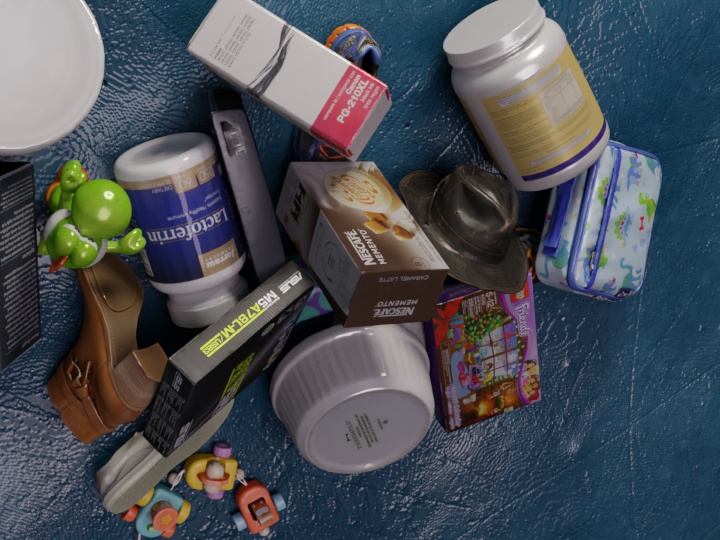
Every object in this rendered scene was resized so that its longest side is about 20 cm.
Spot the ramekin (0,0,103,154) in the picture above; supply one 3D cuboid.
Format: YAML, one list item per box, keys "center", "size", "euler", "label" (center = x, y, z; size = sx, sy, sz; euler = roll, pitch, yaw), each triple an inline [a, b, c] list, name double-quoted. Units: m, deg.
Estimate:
- center: [-0.364, -0.207, 1.263]
  size: [0.202, 0.094, 0.203]
  euler: [3, 81, -21]
  label: "ramekin"

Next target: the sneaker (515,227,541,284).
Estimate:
- center: [0.182, -0.011, 1.613]
  size: [0.200, 0.077, 0.078]
  euler: [1, 104, -25]
  label: "sneaker"

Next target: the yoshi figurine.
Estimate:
- center: [-0.278, -0.060, 1.319]
  size: [0.112, 0.200, 0.112]
  euler: [2, 105, -13]
  label: "yoshi figurine"

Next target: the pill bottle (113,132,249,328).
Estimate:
- center: [-0.194, -0.044, 1.417]
  size: [0.116, 0.116, 0.200]
  euler: [-22, 114, -16]
  label: "pill bottle"

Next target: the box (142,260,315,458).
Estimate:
- center: [-0.149, 0.101, 1.416]
  size: [0.048, 0.200, 0.193]
  euler: [41, 54, 8]
  label: "box"

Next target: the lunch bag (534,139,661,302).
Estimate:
- center: [0.304, -0.064, 1.615]
  size: [0.161, 0.082, 0.200]
  euler: [13, 90, -44]
  label: "lunch bag"

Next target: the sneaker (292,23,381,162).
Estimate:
- center: [-0.025, -0.184, 1.466]
  size: [0.075, 0.078, 0.200]
  euler: [7, 104, -24]
  label: "sneaker"

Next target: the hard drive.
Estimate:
- center: [-0.127, -0.099, 1.414]
  size: [0.042, 0.135, 0.200]
  euler: [-15, 111, -3]
  label: "hard drive"

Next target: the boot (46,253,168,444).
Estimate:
- center: [-0.301, 0.084, 1.430]
  size: [0.155, 0.200, 0.077]
  euler: [-39, 166, 33]
  label: "boot"

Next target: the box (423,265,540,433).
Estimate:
- center: [0.153, 0.098, 1.591]
  size: [0.137, 0.039, 0.200]
  euler: [-18, 123, -13]
  label: "box"

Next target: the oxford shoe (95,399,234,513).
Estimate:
- center: [-0.236, 0.204, 1.510]
  size: [0.200, 0.058, 0.075]
  euler: [-40, 153, -12]
  label: "oxford shoe"

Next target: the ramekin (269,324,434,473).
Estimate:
- center: [-0.002, 0.161, 1.534]
  size: [0.202, 0.094, 0.202]
  euler: [-11, 136, -11]
  label: "ramekin"

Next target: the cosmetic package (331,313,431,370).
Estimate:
- center: [0.062, 0.080, 1.603]
  size: [0.200, 0.051, 0.083]
  euler: [3, 110, -24]
  label: "cosmetic package"

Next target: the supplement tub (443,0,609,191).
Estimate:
- center: [0.197, -0.212, 1.517]
  size: [0.145, 0.145, 0.200]
  euler: [-37, 117, -9]
  label: "supplement tub"

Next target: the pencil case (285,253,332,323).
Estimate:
- center: [0.000, 0.000, 1.522]
  size: [0.200, 0.092, 0.085]
  euler: [-15, 80, -9]
  label: "pencil case"

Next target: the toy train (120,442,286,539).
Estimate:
- center: [-0.190, 0.301, 1.562]
  size: [0.200, 0.056, 0.150]
  euler: [-22, 113, -16]
  label: "toy train"

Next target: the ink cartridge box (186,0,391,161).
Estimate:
- center: [-0.072, -0.208, 1.357]
  size: [0.200, 0.145, 0.084]
  euler: [33, 92, 2]
  label: "ink cartridge box"

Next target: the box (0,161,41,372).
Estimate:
- center: [-0.420, -0.010, 1.299]
  size: [0.148, 0.107, 0.200]
  euler: [5, 107, 9]
  label: "box"

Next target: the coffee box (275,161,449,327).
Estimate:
- center: [-0.002, -0.033, 1.410]
  size: [0.114, 0.200, 0.080]
  euler: [-3, 131, -29]
  label: "coffee box"

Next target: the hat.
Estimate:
- center: [0.144, -0.068, 1.503]
  size: [0.200, 0.201, 0.081]
  euler: [21, 127, -28]
  label: "hat"
